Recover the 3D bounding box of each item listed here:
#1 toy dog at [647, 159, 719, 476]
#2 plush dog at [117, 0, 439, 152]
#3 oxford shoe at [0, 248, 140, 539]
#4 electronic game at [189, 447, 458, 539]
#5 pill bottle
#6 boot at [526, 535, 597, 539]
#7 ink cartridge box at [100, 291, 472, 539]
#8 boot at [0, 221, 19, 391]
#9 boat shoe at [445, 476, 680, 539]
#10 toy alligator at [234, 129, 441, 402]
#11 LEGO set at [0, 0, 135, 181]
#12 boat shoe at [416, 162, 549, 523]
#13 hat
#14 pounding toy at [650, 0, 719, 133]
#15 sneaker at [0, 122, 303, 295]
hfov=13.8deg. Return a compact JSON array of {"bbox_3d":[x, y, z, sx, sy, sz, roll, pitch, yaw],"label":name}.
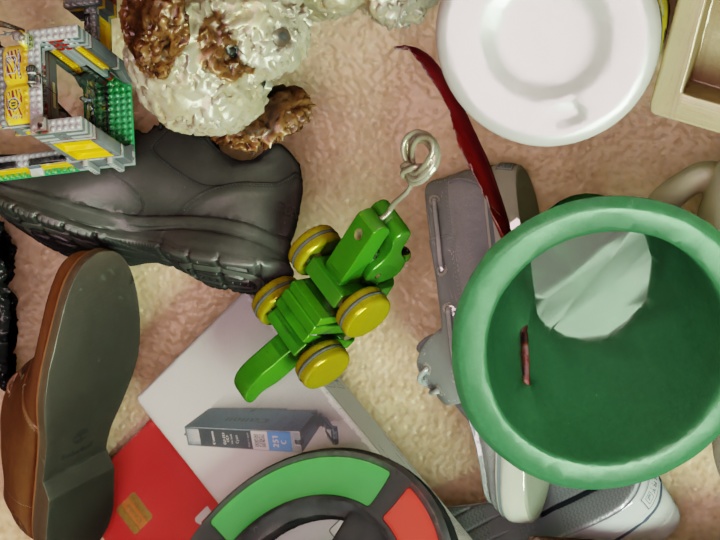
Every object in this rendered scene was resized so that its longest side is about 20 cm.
[{"bbox_3d":[0.244,0.041,1.610,0.193,0.140,0.201,2,106,2],"label":"toy dog"},{"bbox_3d":[-0.072,-0.156,1.600,0.160,0.200,0.172,14,76,34],"label":"plush dog"},{"bbox_3d":[-0.176,0.069,1.692,0.071,0.071,0.201,34,124,34],"label":"oxford shoe"},{"bbox_3d":[-0.031,0.190,1.590,0.200,0.200,0.042,-39,138,13],"label":"electronic game"},{"bbox_3d":[0.105,-0.134,1.560,0.114,0.200,0.115,2,101,8],"label":"pill bottle"},{"bbox_3d":[0.170,0.233,1.655,0.199,0.064,0.187,-3,97,-19],"label":"boot"},{"bbox_3d":[-0.058,0.144,1.685,0.176,0.045,0.200,-45,71,13],"label":"ink cartridge box"},{"bbox_3d":[-0.280,0.049,1.717,0.162,0.073,0.199,0,112,-3],"label":"boot"},{"bbox_3d":[0.090,0.168,1.691,0.199,0.074,0.067,-22,136,23],"label":"boat shoe"},{"bbox_3d":[0.000,0.000,1.615,0.059,0.054,0.200,52,122,25],"label":"toy alligator"},{"bbox_3d":[-0.198,-0.132,1.614,0.153,0.116,0.201,3,81,13],"label":"LEGO set"},{"bbox_3d":[0.068,0.042,1.661,0.071,0.070,0.202,-6,82,19],"label":"boat shoe"},{"bbox_3d":[0.119,-0.009,1.620,0.165,0.176,0.201,-8,118,-2],"label":"hat"},{"bbox_3d":[0.276,-0.168,1.578,0.183,0.142,0.201,17,109,10],"label":"pounding toy"},{"bbox_3d":[-0.122,-0.046,1.682,0.199,0.076,0.091,12,76,14],"label":"sneaker"}]
